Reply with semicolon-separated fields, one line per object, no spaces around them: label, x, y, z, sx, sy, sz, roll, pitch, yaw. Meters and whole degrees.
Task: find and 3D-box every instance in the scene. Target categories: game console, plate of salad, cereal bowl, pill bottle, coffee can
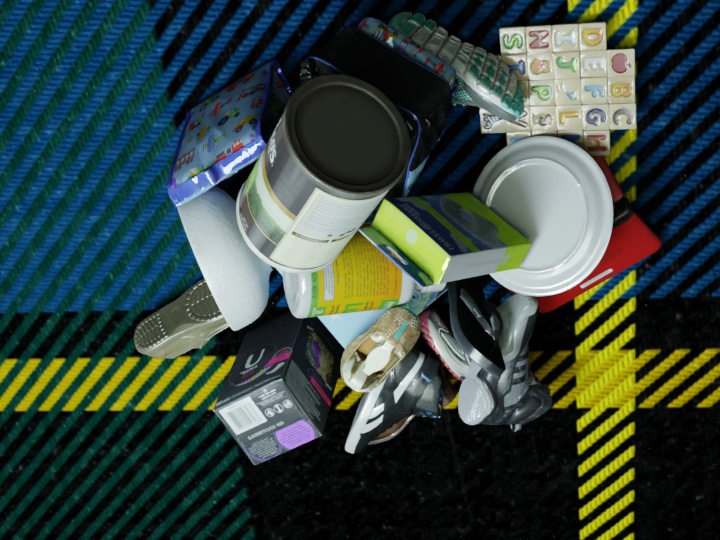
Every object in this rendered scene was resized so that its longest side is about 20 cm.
game console;0.271;-0.060;1.494;0.199;0.120;0.172;-32;141;24
plate of salad;0.231;-0.069;1.425;0.197;0.048;0.204;-1;89;32
cereal bowl;-0.173;-0.027;1.497;0.082;0.200;0.202;-24;114;-2
pill bottle;0.006;-0.005;1.415;0.196;0.111;0.113;-6;121;-15
coffee can;-0.047;-0.104;1.263;0.145;0.148;0.200;29;147;-7

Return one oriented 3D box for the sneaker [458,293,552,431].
sneaker;0.217;0.128;1.520;0.112;0.076;0.202;17;108;-21

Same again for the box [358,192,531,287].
box;0.105;-0.041;1.358;0.122;0.198;0.048;42;121;29

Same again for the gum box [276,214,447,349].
gum box;0.000;0.000;1.501;0.169;0.045;0.201;-40;117;-1

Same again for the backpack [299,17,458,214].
backpack;0.015;-0.177;1.371;0.181;0.135;0.201;32;145;15

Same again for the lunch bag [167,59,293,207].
lunch bag;-0.164;-0.163;1.406;0.149;0.201;0.095;-26;112;22

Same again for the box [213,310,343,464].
box;-0.110;0.155;1.572;0.121;0.201;0.107;-26;112;21

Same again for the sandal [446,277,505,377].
sandal;0.152;0.051;1.472;0.075;0.202;0.043;26;125;-34

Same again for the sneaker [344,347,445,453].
sneaker;0.056;0.200;1.570;0.110;0.073;0.202;23;122;0

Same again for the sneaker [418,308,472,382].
sneaker;0.158;0.123;1.589;0.200;0.081;0.075;44;90;-16

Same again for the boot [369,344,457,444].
boot;0.018;0.141;1.626;0.185;0.064;0.201;-33;106;23

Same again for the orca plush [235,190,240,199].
orca plush;-0.083;-0.074;1.512;0.198;0.071;0.106;19;106;-31

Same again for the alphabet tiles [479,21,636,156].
alphabet tiles;0.244;-0.223;1.396;0.197;0.006;0.169;1;114;18

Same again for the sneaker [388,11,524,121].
sneaker;0.112;-0.239;1.397;0.198;0.078;0.092;33;135;3

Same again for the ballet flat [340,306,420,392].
ballet flat;0.012;0.117;1.453;0.070;0.066;0.201;35;139;2

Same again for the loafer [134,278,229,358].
loafer;-0.235;0.068;1.625;0.197;0.077;0.067;-24;151;12
